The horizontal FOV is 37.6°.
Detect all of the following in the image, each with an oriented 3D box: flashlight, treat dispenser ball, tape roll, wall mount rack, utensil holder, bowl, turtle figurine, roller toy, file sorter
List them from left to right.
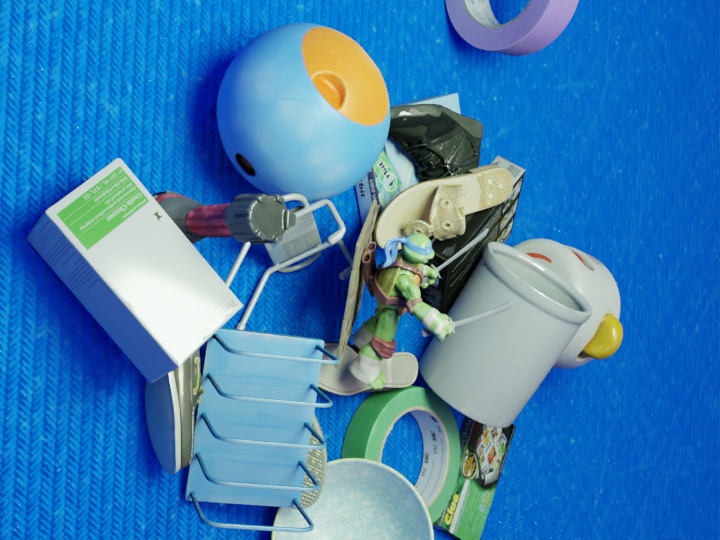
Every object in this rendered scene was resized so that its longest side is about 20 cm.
[{"bbox_3d":[-0.162,-0.054,1.116,0.068,0.199,0.068,-53,124,-29],"label":"flashlight"},{"bbox_3d":[-0.109,0.178,1.179,0.137,0.123,0.202,8,94,-17],"label":"file sorter"},{"bbox_3d":[-0.095,-0.004,1.230,0.173,0.075,0.200,-27,158,-4],"label":"wall mount rack"},{"bbox_3d":[-0.065,-0.180,1.212,0.200,0.200,0.203,-1,92,-45],"label":"treat dispenser ball"},{"bbox_3d":[-0.012,0.346,1.328,0.108,0.199,0.201,99,15,-66],"label":"bowl"},{"bbox_3d":[0.058,0.260,1.456,0.199,0.048,0.203,-2,93,-46],"label":"tape roll"},{"bbox_3d":[0.077,0.053,1.303,0.199,0.144,0.195,4,130,-40],"label":"turtle figurine"},{"bbox_3d":[0.196,0.091,1.458,0.169,0.170,0.201,12,114,-45],"label":"utensil holder"},{"bbox_3d":[0.214,-0.409,1.491,0.065,0.199,0.202,-2,93,-46],"label":"tape roll"},{"bbox_3d":[0.292,0.052,1.590,0.139,0.199,0.184,16,66,-45],"label":"roller toy"}]

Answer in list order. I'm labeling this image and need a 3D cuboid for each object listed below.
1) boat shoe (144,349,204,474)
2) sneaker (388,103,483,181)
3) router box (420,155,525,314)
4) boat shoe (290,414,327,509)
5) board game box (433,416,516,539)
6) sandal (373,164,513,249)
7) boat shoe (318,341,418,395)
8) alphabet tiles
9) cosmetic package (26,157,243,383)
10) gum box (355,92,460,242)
[{"bbox_3d":[-0.203,0.121,1.169,0.060,0.072,0.204,-8,93,-40],"label":"boat shoe"},{"bbox_3d":[0.095,-0.156,1.400,0.199,0.076,0.116,10,77,-51],"label":"sneaker"},{"bbox_3d":[0.153,-0.043,1.485,0.200,0.051,0.150,-49,158,-29],"label":"router box"},{"bbox_3d":[-0.086,0.189,1.285,0.074,0.062,0.202,-13,94,-6],"label":"boat shoe"},{"bbox_3d":[0.172,0.305,1.590,0.105,0.023,0.201,41,62,-40],"label":"board game box"},{"bbox_3d":[0.121,-0.079,1.361,0.210,0.070,0.078,-24,118,-21],"label":"sandal"},{"bbox_3d":[-0.012,0.130,1.385,0.199,0.057,0.068,7,83,-40],"label":"boat shoe"},{"bbox_3d":[0.000,0.000,1.320,0.200,0.007,0.169,-71,171,-62],"label":"alphabet tiles"},{"bbox_3d":[-0.231,0.002,1.085,0.200,0.085,0.108,49,55,-7],"label":"cosmetic package"},{"bbox_3d":[0.072,-0.145,1.463,0.199,0.044,0.172,-22,106,-44],"label":"gum box"}]
